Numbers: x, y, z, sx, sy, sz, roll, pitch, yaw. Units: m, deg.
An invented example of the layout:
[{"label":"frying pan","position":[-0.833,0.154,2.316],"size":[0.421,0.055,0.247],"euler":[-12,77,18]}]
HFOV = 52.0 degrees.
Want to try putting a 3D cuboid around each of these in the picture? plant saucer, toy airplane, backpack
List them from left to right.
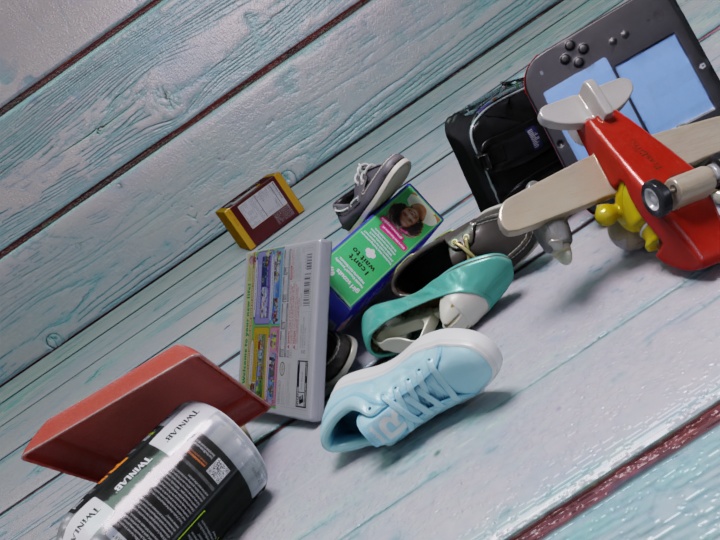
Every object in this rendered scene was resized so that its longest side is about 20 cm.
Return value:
[{"label":"plant saucer","position":[-0.219,0.156,0.784],"size":[0.199,0.037,0.200],"euler":[-30,-29,1]},{"label":"backpack","position":[0.219,-0.157,0.913],"size":[0.199,0.179,0.151],"euler":[-31,19,-4]},{"label":"toy airplane","position":[0.246,-0.082,0.685],"size":[0.198,0.142,0.200],"euler":[12,51,23]}]

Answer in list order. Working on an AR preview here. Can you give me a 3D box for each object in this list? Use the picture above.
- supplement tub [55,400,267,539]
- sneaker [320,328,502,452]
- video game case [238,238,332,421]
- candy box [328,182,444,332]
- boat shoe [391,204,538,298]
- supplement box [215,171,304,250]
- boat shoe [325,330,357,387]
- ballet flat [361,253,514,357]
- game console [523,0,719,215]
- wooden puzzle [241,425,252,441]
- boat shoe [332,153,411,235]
[{"label":"supplement tub","position":[-0.191,0.230,0.691],"size":[0.122,0.123,0.200],"euler":[-15,24,51]},{"label":"sneaker","position":[0.040,0.121,0.655],"size":[0.199,0.074,0.082],"euler":[-33,21,39]},{"label":"video game case","position":[-0.094,0.071,0.888],"size":[0.022,0.203,0.181],"euler":[7,-8,-35]},{"label":"candy box","position":[0.000,0.000,0.988],"size":[0.200,0.077,0.169],"euler":[-44,-4,-32]},{"label":"boat shoe","position":[0.119,-0.014,0.846],"size":[0.200,0.072,0.060],"euler":[-30,-3,41]},{"label":"supplement box","position":[-0.299,-0.176,2.176],"size":[0.199,0.133,0.197],"euler":[-38,15,-12]},{"label":"boat shoe","position":[-0.075,0.104,0.922],"size":[0.200,0.060,0.072],"euler":[-15,47,57]},{"label":"ballet flat","position":[0.083,0.050,0.804],"size":[0.199,0.067,0.071],"euler":[-26,41,31]},{"label":"game console","position":[0.287,-0.174,0.788],"size":[0.176,0.202,0.031],"euler":[-28,-8,23]},{"label":"wooden puzzle","position":[-0.232,0.245,0.919],"size":[0.199,0.037,0.185],"euler":[-33,14,-13]},{"label":"boat shoe","position":[0.006,-0.107,0.976],"size":[0.073,0.063,0.200],"euler":[-42,-4,-25]}]
